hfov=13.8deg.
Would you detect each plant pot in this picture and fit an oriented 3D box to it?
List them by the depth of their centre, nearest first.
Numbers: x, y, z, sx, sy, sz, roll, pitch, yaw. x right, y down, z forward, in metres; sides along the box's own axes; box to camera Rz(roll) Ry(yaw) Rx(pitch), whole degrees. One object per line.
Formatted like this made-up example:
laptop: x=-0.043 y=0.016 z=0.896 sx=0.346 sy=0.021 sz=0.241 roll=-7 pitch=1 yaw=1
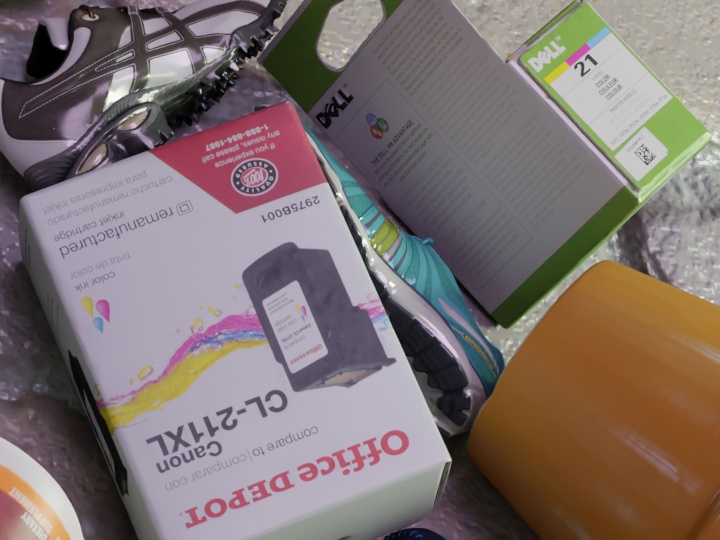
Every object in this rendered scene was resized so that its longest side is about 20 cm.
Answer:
plant pot: x=0.161 y=0.097 z=1.495 sx=0.183 sy=0.200 sz=0.200 roll=35 pitch=49 yaw=14

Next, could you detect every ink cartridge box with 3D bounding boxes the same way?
ink cartridge box: x=-0.061 y=0.041 z=1.424 sx=0.146 sy=0.083 sz=0.200 roll=-21 pitch=72 yaw=-12
ink cartridge box: x=0.063 y=-0.090 z=1.562 sx=0.200 sy=0.148 sz=0.076 roll=48 pitch=50 yaw=3

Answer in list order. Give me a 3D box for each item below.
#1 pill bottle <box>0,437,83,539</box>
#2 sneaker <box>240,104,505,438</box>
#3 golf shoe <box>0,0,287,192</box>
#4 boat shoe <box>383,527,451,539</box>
pill bottle: x=-0.210 y=0.168 z=1.273 sx=0.114 sy=0.114 sz=0.200 roll=35 pitch=51 yaw=-7
sneaker: x=0.000 y=0.000 z=1.536 sx=0.200 sy=0.077 sz=0.080 roll=53 pitch=31 yaw=2
golf shoe: x=-0.114 y=-0.112 z=1.521 sx=0.094 sy=0.078 sz=0.200 roll=43 pitch=48 yaw=1
boat shoe: x=0.021 y=0.210 z=1.399 sx=0.069 sy=0.084 sz=0.200 roll=20 pitch=51 yaw=-33
